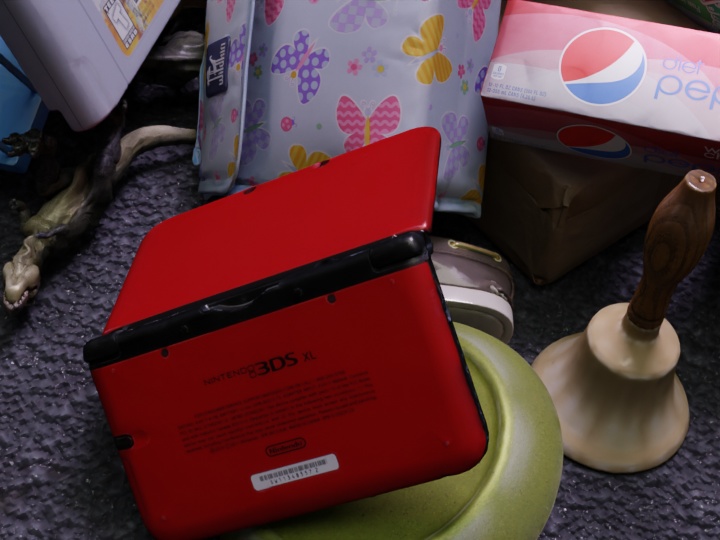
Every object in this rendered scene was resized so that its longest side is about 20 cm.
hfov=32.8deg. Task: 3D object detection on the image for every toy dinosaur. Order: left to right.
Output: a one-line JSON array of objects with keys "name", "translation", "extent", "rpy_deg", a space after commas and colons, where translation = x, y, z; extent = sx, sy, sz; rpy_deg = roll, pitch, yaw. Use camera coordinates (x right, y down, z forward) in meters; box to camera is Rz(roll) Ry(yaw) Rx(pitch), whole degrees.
[{"name": "toy dinosaur", "translation": [-0.177, -0.062, 0.783], "extent": [0.047, 0.088, 0.200], "rpy_deg": [21, 51, 24]}, {"name": "toy dinosaur", "translation": [-0.136, -0.152, 0.882], "extent": [0.200, 0.048, 0.088], "rpy_deg": [-14, 21, -36]}]

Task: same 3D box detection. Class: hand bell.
[{"name": "hand bell", "translation": [0.163, 0.017, 0.691], "extent": [0.104, 0.200, 0.104], "rpy_deg": [3, 49, -4]}]

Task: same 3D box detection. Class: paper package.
[{"name": "paper package", "translation": [0.143, -0.117, 0.865], "extent": [0.200, 0.104, 0.191], "rpy_deg": [-29, 59, -26]}]

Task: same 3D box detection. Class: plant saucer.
[{"name": "plant saucer", "translation": [0.009, 0.099, 0.667], "extent": [0.199, 0.031, 0.200], "rpy_deg": [-11, 48, 13]}]

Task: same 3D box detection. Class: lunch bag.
[{"name": "lunch bag", "translation": [-0.024, -0.122, 0.777], "extent": [0.200, 0.170, 0.127], "rpy_deg": [8, 2, 33]}]

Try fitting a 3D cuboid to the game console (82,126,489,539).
[{"name": "game console", "translation": [-0.034, 0.034, 0.665], "extent": [0.200, 0.173, 0.119], "rpy_deg": [-18, 2, 21]}]

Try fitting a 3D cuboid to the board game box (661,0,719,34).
[{"name": "board game box", "translation": [0.242, -0.186, 0.887], "extent": [0.030, 0.200, 0.096], "rpy_deg": [-42, 65, -1]}]

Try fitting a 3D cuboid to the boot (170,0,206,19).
[{"name": "boot", "translation": [-0.193, -0.233, 0.938], "extent": [0.154, 0.072, 0.200], "rpy_deg": [9, 29, 20]}]

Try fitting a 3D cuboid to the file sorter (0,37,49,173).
[{"name": "file sorter", "translation": [-0.269, -0.187, 0.794], "extent": [0.138, 0.123, 0.201], "rpy_deg": [11, 74, 22]}]

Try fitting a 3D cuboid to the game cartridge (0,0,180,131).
[{"name": "game cartridge", "translation": [-0.167, -0.194, 0.751], "extent": [0.041, 0.133, 0.200], "rpy_deg": [-8, 39, 21]}]

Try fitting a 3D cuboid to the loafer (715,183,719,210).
[{"name": "loafer", "translation": [0.259, -0.124, 0.781], "extent": [0.071, 0.073, 0.200], "rpy_deg": [43, 58, -30]}]

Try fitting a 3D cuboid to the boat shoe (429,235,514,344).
[{"name": "boat shoe", "translation": [0.000, 0.000, 0.771], "extent": [0.199, 0.072, 0.060], "rpy_deg": [12, 50, -3]}]

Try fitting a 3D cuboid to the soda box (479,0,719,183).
[{"name": "soda box", "translation": [0.175, -0.100, 0.716], "extent": [0.199, 0.063, 0.070], "rpy_deg": [13, 75, 16]}]
